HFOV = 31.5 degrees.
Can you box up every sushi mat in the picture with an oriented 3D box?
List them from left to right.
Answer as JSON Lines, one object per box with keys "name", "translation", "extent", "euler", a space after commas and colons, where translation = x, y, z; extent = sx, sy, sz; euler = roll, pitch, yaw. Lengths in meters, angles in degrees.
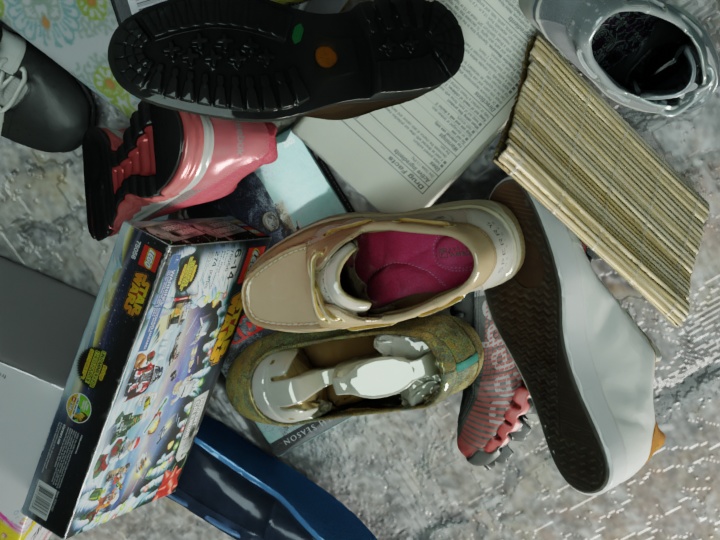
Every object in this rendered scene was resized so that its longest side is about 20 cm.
{"name": "sushi mat", "translation": [0.156, -0.053, 0.791], "extent": [0.012, 0.096, 0.200], "euler": [-13, 140, 45]}

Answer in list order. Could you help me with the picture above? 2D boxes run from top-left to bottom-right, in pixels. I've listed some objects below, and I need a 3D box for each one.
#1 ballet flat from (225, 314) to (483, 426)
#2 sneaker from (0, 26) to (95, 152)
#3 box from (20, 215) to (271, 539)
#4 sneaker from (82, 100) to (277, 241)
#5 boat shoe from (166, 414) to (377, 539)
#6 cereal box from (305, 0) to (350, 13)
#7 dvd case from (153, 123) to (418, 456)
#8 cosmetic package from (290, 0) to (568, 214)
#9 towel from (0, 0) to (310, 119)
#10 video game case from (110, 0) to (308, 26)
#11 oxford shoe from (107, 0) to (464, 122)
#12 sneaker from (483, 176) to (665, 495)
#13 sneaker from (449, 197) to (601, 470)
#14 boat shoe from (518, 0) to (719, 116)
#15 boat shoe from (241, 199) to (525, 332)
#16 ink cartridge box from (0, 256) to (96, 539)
{"name": "ballet flat", "translation": [-0.017, 0.070, 0.847], "extent": [0.198, 0.071, 0.071], "euler": [-11, 107, 26]}
{"name": "sneaker", "translation": [-0.269, -0.140, 0.840], "extent": [0.199, 0.089, 0.074], "euler": [36, 106, -8]}
{"name": "box", "translation": [-0.136, 0.064, 0.832], "extent": [0.040, 0.137, 0.202], "euler": [26, 103, 18]}
{"name": "sneaker", "translation": [-0.117, -0.061, 0.812], "extent": [0.086, 0.200, 0.075], "euler": [-2, 86, -31]}
{"name": "boat shoe", "translation": [-0.065, 0.183, 0.936], "extent": [0.199, 0.084, 0.069], "euler": [37, 104, 10]}
{"name": "cereal box", "translation": [-0.061, -0.259, 0.787], "extent": [0.199, 0.040, 0.144], "euler": [37, 124, -6]}
{"name": "dvd case", "translation": [-0.051, 0.017, 0.903], "extent": [0.145, 0.022, 0.201], "euler": [-28, 104, 14]}
{"name": "cosmetic package", "translation": [0.058, -0.135, 0.816], "extent": [0.105, 0.071, 0.200], "euler": [42, 107, -10]}
{"name": "towel", "translation": [-0.141, -0.188, 0.810], "extent": [0.199, 0.048, 0.171], "euler": [38, 129, -6]}
{"name": "video game case", "translation": [-0.077, -0.246, 0.727], "extent": [0.179, 0.026, 0.202], "euler": [-17, 98, 0]}
{"name": "oxford shoe", "translation": [-0.046, -0.112, 0.731], "extent": [0.198, 0.084, 0.074], "euler": [-1, 81, -18]}
{"name": "sneaker", "translation": [0.137, 0.032, 0.806], "extent": [0.073, 0.084, 0.202], "euler": [-13, 95, 54]}
{"name": "sneaker", "translation": [0.092, 0.036, 0.869], "extent": [0.097, 0.071, 0.202], "euler": [18, 107, -1]}
{"name": "boat shoe", "translation": [0.167, -0.123, 0.753], "extent": [0.070, 0.200, 0.072], "euler": [-48, 54, 19]}
{"name": "boat shoe", "translation": [0.000, 0.000, 0.791], "extent": [0.198, 0.069, 0.074], "euler": [-15, 94, 29]}
{"name": "ink cartridge box", "translation": [-0.273, 0.112, 0.889], "extent": [0.145, 0.147, 0.201], "euler": [23, 109, -2]}
